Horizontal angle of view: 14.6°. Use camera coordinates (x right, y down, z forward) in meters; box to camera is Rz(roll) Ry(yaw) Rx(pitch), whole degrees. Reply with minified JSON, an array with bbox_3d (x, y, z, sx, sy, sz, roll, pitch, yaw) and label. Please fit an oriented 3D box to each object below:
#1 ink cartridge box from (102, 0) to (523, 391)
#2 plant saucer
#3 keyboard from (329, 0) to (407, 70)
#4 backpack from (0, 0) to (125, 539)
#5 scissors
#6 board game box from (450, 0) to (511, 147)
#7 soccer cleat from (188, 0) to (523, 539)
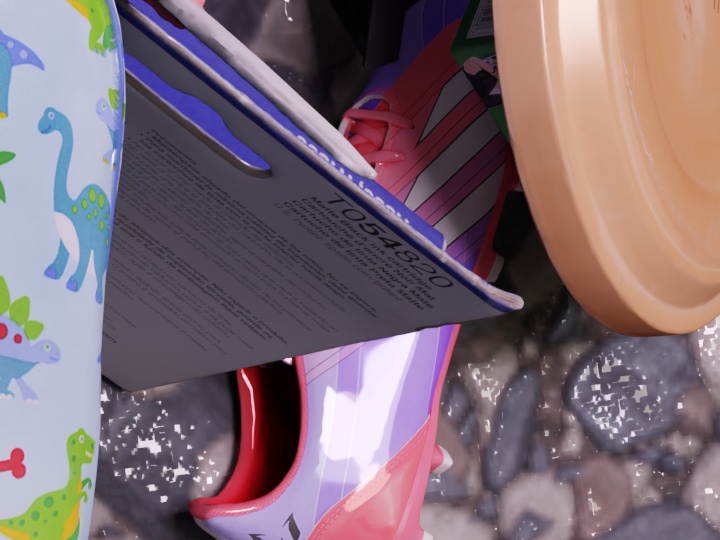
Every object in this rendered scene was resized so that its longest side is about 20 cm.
[{"bbox_3d":[-0.077,-0.043,0.759,0.199,0.200,0.041,38,63,-26],"label":"ink cartridge box"},{"bbox_3d":[0.096,-0.080,0.873,0.200,0.032,0.202,6,84,-62],"label":"plant saucer"},{"bbox_3d":[0.015,-0.150,0.833,0.020,0.127,0.201,-7,130,-18],"label":"keyboard"},{"bbox_3d":[-0.125,0.004,0.611,0.162,0.154,0.201,15,59,-27],"label":"backpack"},{"bbox_3d":[-0.043,-0.064,0.640,0.014,0.200,0.073,-51,145,2],"label":"scissors"},{"bbox_3d":[0.097,-0.103,0.946,0.135,0.029,0.201,54,44,-39],"label":"board game box"},{"bbox_3d":[0.000,0.000,0.893,0.076,0.067,0.201,19,76,-28],"label":"soccer cleat"}]
